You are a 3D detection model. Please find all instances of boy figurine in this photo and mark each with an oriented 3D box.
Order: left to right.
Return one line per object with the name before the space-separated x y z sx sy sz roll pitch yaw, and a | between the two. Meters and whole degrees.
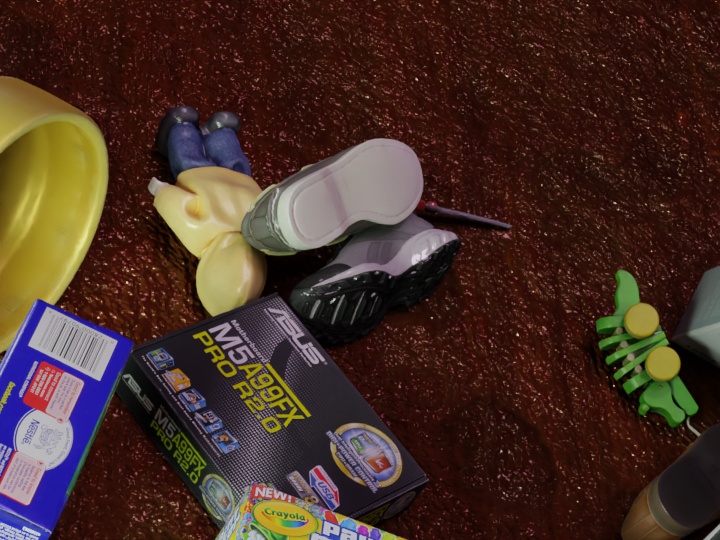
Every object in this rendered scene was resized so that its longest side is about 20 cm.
boy figurine | -0.110 -0.045 1.636 0.124 0.065 0.201 5 48 -29

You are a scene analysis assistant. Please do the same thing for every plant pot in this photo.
plant pot | -0.314 -0.064 1.443 0.188 0.202 0.201 29 38 21

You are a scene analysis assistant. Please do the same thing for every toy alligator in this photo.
toy alligator | 0.251 0.097 1.732 0.054 0.059 0.201 -23 78 -5

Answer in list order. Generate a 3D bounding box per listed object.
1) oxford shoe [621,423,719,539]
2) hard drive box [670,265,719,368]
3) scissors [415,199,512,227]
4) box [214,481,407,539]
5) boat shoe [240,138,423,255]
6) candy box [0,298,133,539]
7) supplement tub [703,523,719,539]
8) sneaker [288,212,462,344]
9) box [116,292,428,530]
oxford shoe | 0.279 0.179 1.652 0.199 0.071 0.072 -16 69 -47
hard drive box | 0.377 0.057 1.732 0.155 0.200 0.077 29 81 -2
scissors | 0.050 -0.060 1.780 0.073 0.014 0.199 13 3 43
box | -0.018 0.279 1.331 0.199 0.122 0.193 21 41 -12
boat shoe | -0.020 -0.060 1.628 0.201 0.060 0.073 -25 100 -53
candy box | -0.230 0.147 1.268 0.077 0.200 0.170 27 42 -8
supplement tub | 0.347 0.277 1.556 0.200 0.123 0.122 46 43 14
sneaker | 0.000 0.000 1.662 0.079 0.074 0.200 37 34 21
box | -0.068 0.122 1.512 0.160 0.044 0.200 -20 62 -42
